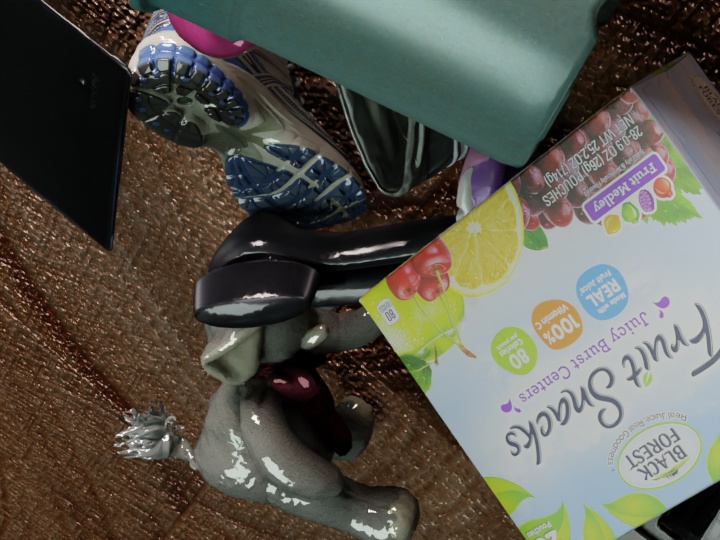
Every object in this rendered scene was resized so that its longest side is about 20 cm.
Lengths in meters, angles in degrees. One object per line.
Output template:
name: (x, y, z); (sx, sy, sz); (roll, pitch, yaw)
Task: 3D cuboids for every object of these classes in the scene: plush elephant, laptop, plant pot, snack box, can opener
plush elephant: (-0.049, 0.065, 1.340); (0.198, 0.165, 0.156); (12, 110, -12)
laptop: (-0.187, -0.152, 1.228); (0.115, 0.201, 0.188); (9, 148, -6)
plant pot: (0.027, -0.157, 0.927); (0.195, 0.201, 0.201); (31, 149, 2)
snack box: (0.121, 0.025, 0.956); (0.200, 0.068, 0.169); (-37, 86, 41)
can opener: (0.000, 0.000, 1.213); (0.198, 0.079, 0.064); (-7, 144, 9)

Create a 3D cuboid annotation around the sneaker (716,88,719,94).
sneaker: (0.246, -0.034, 0.949); (0.199, 0.078, 0.091); (32, 139, 2)

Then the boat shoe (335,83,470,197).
boat shoe: (0.013, -0.124, 1.084); (0.072, 0.071, 0.201); (13, 138, 39)

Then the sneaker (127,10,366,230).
sneaker: (-0.057, -0.097, 1.208); (0.077, 0.086, 0.200); (-16, 142, 28)

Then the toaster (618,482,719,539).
toaster: (0.222, 0.096, 1.037); (0.180, 0.119, 0.201); (36, 127, 15)

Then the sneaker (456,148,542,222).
sneaker: (0.125, 0.001, 1.119); (0.088, 0.081, 0.201); (-3, 133, 41)

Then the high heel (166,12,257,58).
high heel: (-0.095, -0.184, 1.058); (0.096, 0.067, 0.200); (56, -179, -37)
